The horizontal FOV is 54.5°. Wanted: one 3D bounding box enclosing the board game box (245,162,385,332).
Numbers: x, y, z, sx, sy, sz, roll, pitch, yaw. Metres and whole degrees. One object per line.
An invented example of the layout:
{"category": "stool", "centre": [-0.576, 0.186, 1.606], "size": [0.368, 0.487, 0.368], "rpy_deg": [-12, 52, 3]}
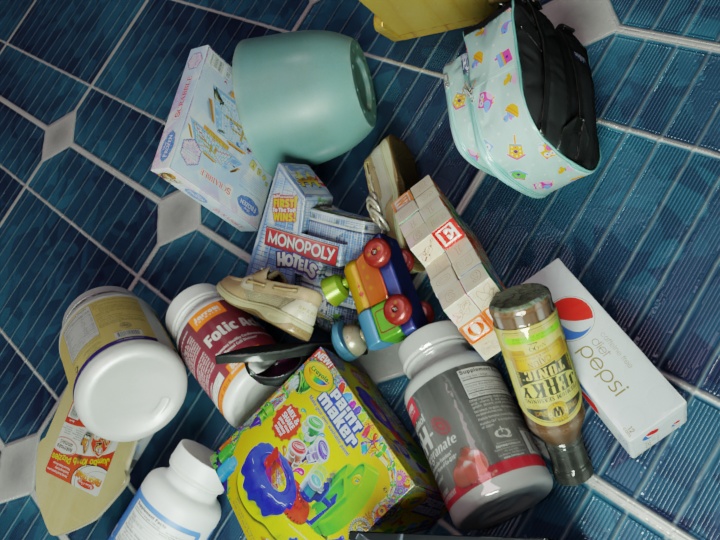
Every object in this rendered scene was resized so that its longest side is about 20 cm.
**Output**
{"category": "board game box", "centre": [-0.066, -0.034, 0.929], "size": [0.198, 0.061, 0.203], "rpy_deg": [16, 104, 37]}

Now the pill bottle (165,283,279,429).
{"category": "pill bottle", "centre": [-0.179, 0.109, 0.949], "size": [0.115, 0.114, 0.200], "rpy_deg": [-51, 52, 1]}

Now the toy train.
{"category": "toy train", "centre": [0.000, 0.000, 0.839], "size": [0.115, 0.084, 0.202], "rpy_deg": [-27, 70, 21]}

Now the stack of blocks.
{"category": "stack of blocks", "centre": [0.106, -0.010, 0.780], "size": [0.058, 0.115, 0.201], "rpy_deg": [-36, 30, 13]}

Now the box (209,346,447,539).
{"category": "box", "centre": [-0.034, 0.236, 0.794], "size": [0.193, 0.122, 0.200], "rpy_deg": [-45, 52, 5]}

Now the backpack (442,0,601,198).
{"category": "backpack", "centre": [0.192, -0.187, 0.819], "size": [0.152, 0.174, 0.203], "rpy_deg": [-31, 54, 37]}

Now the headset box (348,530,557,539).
{"category": "headset box", "centre": [0.111, 0.295, 0.638], "size": [0.197, 0.174, 0.094], "rpy_deg": [-10, 63, 29]}

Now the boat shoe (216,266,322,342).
{"category": "boat shoe", "centre": [-0.115, 0.032, 0.894], "size": [0.199, 0.071, 0.065], "rpy_deg": [19, 80, 47]}

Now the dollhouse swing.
{"category": "dollhouse swing", "centre": [0.102, -0.436, 0.991], "size": [0.198, 0.175, 0.184], "rpy_deg": [-1, 68, 33]}

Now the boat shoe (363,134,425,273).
{"category": "boat shoe", "centre": [0.046, -0.081, 0.931], "size": [0.066, 0.073, 0.203], "rpy_deg": [-29, 55, 36]}

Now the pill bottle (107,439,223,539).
{"category": "pill bottle", "centre": [-0.247, 0.325, 0.893], "size": [0.112, 0.112, 0.202], "rpy_deg": [28, 83, 38]}

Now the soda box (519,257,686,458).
{"category": "soda box", "centre": [0.241, 0.086, 0.722], "size": [0.068, 0.064, 0.201], "rpy_deg": [-35, 54, 3]}

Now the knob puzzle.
{"category": "knob puzzle", "centre": [-0.395, 0.279, 1.010], "size": [0.217, 0.030, 0.223], "rpy_deg": [-12, 64, 24]}

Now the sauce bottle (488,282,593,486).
{"category": "sauce bottle", "centre": [0.183, 0.114, 0.683], "size": [0.064, 0.202, 0.065], "rpy_deg": [-21, 14, 5]}

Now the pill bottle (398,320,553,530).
{"category": "pill bottle", "centre": [0.112, 0.158, 0.744], "size": [0.110, 0.111, 0.202], "rpy_deg": [-33, 54, 15]}

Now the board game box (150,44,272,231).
{"category": "board game box", "centre": [-0.204, -0.192, 1.054], "size": [0.041, 0.200, 0.202], "rpy_deg": [0, 67, 33]}

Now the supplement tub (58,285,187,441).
{"category": "supplement tub", "centre": [-0.331, 0.120, 0.961], "size": [0.146, 0.145, 0.200], "rpy_deg": [-51, 39, 1]}

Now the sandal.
{"category": "sandal", "centre": [-0.076, 0.112, 0.842], "size": [0.075, 0.198, 0.049], "rpy_deg": [-8, 83, 58]}

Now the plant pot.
{"category": "plant pot", "centre": [-0.068, -0.248, 1.006], "size": [0.158, 0.201, 0.203], "rpy_deg": [-9, 63, 16]}

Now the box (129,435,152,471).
{"category": "box", "centre": [-0.370, 0.212, 1.070], "size": [0.155, 0.041, 0.202], "rpy_deg": [29, 84, 37]}
